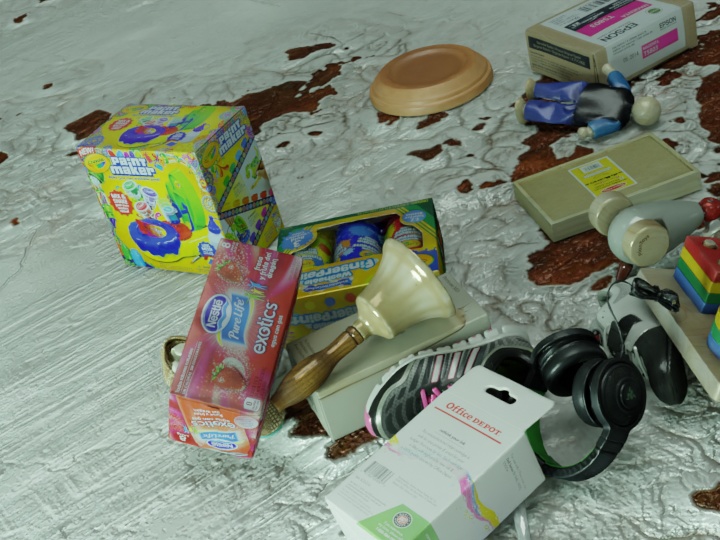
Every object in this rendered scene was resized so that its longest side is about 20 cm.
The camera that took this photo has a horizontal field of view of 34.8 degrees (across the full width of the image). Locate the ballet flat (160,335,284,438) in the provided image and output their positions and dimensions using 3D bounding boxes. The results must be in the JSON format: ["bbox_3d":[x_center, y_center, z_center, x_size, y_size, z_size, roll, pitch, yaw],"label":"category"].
[{"bbox_3d":[-0.161,0.123,1.264,0.200,0.065,0.070,20,46,42],"label":"ballet flat"}]

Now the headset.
[{"bbox_3d":[0.222,0.100,1.061,0.094,0.200,0.123,15,15,-33],"label":"headset"}]

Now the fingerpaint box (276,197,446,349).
[{"bbox_3d":[0.000,0.000,1.370,0.199,0.074,0.167,-11,33,8],"label":"fingerpaint box"}]

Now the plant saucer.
[{"bbox_3d":[0.109,-0.308,1.815,0.199,0.038,0.200,-11,34,8],"label":"plant saucer"}]

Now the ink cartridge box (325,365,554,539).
[{"bbox_3d":[0.082,0.185,1.041,0.200,0.067,0.117,-39,34,-20],"label":"ink cartridge box"}]

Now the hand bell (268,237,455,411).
[{"bbox_3d":[-0.011,0.071,1.152,0.200,0.104,0.104,-42,39,-13],"label":"hand bell"}]

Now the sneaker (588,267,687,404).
[{"bbox_3d":[0.276,0.074,1.152,0.088,0.074,0.200,-13,25,14],"label":"sneaker"}]

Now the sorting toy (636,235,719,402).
[{"bbox_3d":[0.392,0.040,1.078,0.199,0.070,0.199,4,31,-13],"label":"sorting toy"}]

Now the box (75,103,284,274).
[{"bbox_3d":[-0.235,-0.109,1.524,0.199,0.193,0.122,6,39,31],"label":"box"}]

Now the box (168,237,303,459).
[{"bbox_3d":[-0.129,0.079,1.190,0.095,0.100,0.200,14,54,-1],"label":"box"}]

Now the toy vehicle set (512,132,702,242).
[{"bbox_3d":[0.306,-0.107,1.440,0.199,0.027,0.124,-20,33,-5],"label":"toy vehicle set"}]

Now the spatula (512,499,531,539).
[{"bbox_3d":[0.144,0.216,1.035,0.056,0.021,0.200,-12,32,9],"label":"spatula"}]

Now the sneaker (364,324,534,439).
[{"bbox_3d":[0.101,0.119,1.147,0.199,0.074,0.087,-21,27,-17],"label":"sneaker"}]

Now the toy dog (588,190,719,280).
[{"bbox_3d":[0.352,-0.033,1.278,0.199,0.097,0.132,3,32,3],"label":"toy dog"}]

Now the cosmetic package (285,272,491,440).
[{"bbox_3d":[0.034,0.089,1.225,0.200,0.073,0.104,-25,35,-12],"label":"cosmetic package"}]

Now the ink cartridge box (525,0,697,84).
[{"bbox_3d":[0.377,-0.352,1.731,0.200,0.075,0.165,-29,34,-20],"label":"ink cartridge box"}]

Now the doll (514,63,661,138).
[{"bbox_3d":[0.321,-0.234,1.596,0.200,0.049,0.137,12,59,33],"label":"doll"}]
